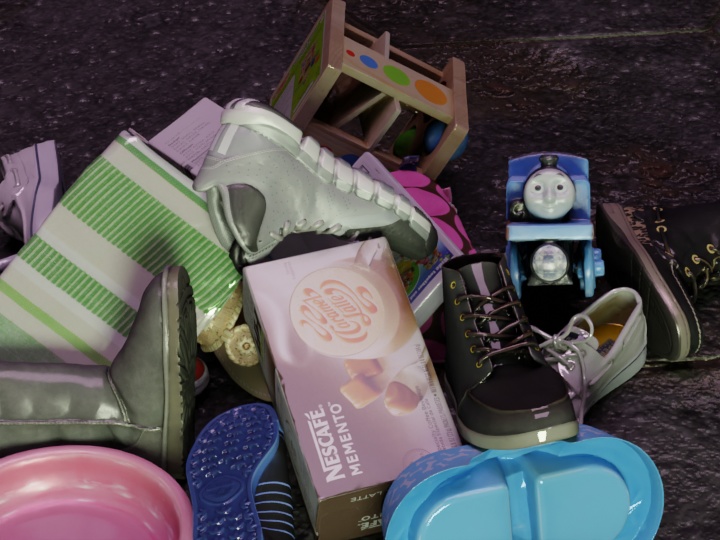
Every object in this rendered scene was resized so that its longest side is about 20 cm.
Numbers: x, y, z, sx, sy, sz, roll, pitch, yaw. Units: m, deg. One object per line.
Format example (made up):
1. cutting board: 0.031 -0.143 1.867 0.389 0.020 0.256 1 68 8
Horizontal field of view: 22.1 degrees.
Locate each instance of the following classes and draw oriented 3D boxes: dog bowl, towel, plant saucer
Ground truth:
1. dog bowl: 0.107 0.165 1.266 0.200 0.112 0.050 -11 21 -11
2. towel: -0.185 0.012 1.411 0.152 0.200 0.023 37 -1 -5
3. plant saucer: -0.212 0.202 1.278 0.200 0.051 0.201 -1 34 1

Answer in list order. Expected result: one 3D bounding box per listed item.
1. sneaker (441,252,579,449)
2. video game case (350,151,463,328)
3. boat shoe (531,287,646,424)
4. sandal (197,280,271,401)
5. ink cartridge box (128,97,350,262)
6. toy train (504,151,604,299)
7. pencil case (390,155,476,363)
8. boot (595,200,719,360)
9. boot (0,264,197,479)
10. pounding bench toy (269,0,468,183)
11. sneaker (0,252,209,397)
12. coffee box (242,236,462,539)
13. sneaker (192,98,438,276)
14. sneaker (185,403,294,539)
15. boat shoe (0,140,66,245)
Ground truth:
1. sneaker: 0.094 0.054 1.291 0.075 0.106 0.200 -11 14 -12
2. video game case: 0.000 0.000 1.503 0.143 0.018 0.200 -48 35 7
3. boat shoe: 0.159 0.070 1.416 0.075 0.086 0.202 24 42 34
4. sandal: -0.124 0.029 1.467 0.070 0.078 0.212 7 34 -44
5. ink cartridge box: -0.101 -0.067 1.532 0.067 0.116 0.200 -40 40 -13
6. toy train: 0.154 -0.040 1.512 0.087 0.115 0.200 -2 5 7
7. pencil case: 0.057 -0.008 1.541 0.094 0.091 0.200 -3 36 -14
8. boot: 0.289 -0.003 1.534 0.150 0.073 0.200 -8 29 -8
9. boot: -0.224 0.077 1.361 0.200 0.182 0.073 6 16 6
10. pounding bench toy: -0.006 -0.110 1.672 0.156 0.200 0.124 25 33 -16
11. sneaker: -0.218 0.043 1.454 0.200 0.113 0.071 7 32 14
12. coffee box: -0.007 0.086 1.345 0.114 0.080 0.200 -12 58 -11
13. sneaker: -0.044 -0.033 1.398 0.116 0.200 0.075 -61 19 -11
14. sneaker: -0.080 0.175 1.284 0.070 0.078 0.200 -12 31 9
15. boat shoe: -0.297 -0.053 1.651 0.065 0.074 0.200 -11 25 -4
